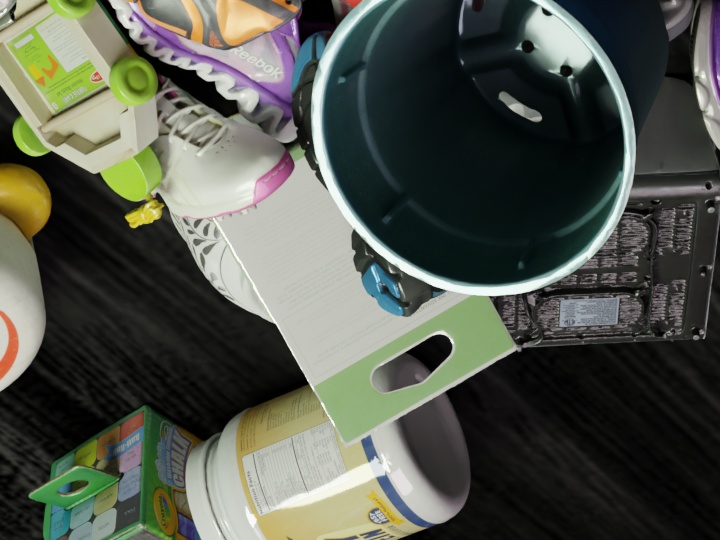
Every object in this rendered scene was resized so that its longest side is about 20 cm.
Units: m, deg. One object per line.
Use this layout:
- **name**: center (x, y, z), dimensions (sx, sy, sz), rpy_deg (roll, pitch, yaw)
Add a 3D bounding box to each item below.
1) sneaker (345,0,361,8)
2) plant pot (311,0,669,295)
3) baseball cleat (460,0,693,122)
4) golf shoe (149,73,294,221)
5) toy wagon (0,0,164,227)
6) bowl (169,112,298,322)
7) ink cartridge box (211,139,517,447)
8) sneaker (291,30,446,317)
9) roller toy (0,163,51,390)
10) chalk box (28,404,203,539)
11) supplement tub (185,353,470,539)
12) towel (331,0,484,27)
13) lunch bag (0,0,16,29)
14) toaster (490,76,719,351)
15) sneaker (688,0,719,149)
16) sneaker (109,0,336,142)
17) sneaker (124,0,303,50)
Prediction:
- **sneaker**: center (-0.003, -0.204, 1.547), dimensions (0.084, 0.077, 0.201), rpy_deg (-9, 118, 23)
- **plant pot**: center (0.097, -0.114, 1.464), dimensions (0.199, 0.196, 0.201), rpy_deg (9, 115, 19)
- **baseball cleat**: center (0.141, -0.142, 1.605), dimensions (0.199, 0.070, 0.107), rpy_deg (-11, 142, 25)
- **golf shoe**: center (-0.126, -0.090, 1.626), dimensions (0.199, 0.075, 0.092), rpy_deg (12, 139, 48)
- **toy wagon**: center (-0.190, -0.120, 1.591), dimensions (0.200, 0.040, 0.155), rpy_deg (55, 146, -12)
- **bowl**: center (-0.044, -0.021, 1.748), dimensions (0.199, 0.095, 0.201), rpy_deg (-1, 139, -1)
- **ink cartridge box**: center (0.000, 0.000, 1.665), dimensions (0.145, 0.048, 0.201), rpy_deg (-30, 98, 0)
- **sneaker**: center (0.016, -0.073, 1.601), dimensions (0.082, 0.073, 0.201), rpy_deg (-29, 109, -24)
- **roller toy**: center (-0.325, 0.003, 1.727), dimensions (0.181, 0.140, 0.200), rpy_deg (3, 138, -23)
- **chalk box**: center (-0.184, 0.207, 1.983), dimensions (0.124, 0.124, 0.200), rpy_deg (-29, 131, 29)
- **supplement tub**: center (-0.027, 0.162, 1.921), dimensions (0.199, 0.145, 0.144), rpy_deg (-24, 135, 23)
- **towel**: center (0.080, -0.174, 1.626), dimensions (0.199, 0.030, 0.147), rpy_deg (-7, 138, 6)
- **lunch bag**: center (-0.274, -0.252, 1.414), dimensions (0.139, 0.168, 0.200), rpy_deg (-28, 133, 27)
- **toaster**: center (0.159, -0.035, 1.722), dimensions (0.199, 0.119, 0.181), rpy_deg (-3, 138, 0)
- **sneaker**: center (0.283, -0.106, 1.640), dimensions (0.083, 0.081, 0.201), rpy_deg (-21, 108, 16)
- **sneaker**: center (-0.088, -0.171, 1.593), dimensions (0.088, 0.081, 0.200), rpy_deg (-39, 130, 24)
- **sneaker**: center (-0.061, -0.225, 1.479), dimensions (0.112, 0.078, 0.200), rpy_deg (32, 118, -3)
